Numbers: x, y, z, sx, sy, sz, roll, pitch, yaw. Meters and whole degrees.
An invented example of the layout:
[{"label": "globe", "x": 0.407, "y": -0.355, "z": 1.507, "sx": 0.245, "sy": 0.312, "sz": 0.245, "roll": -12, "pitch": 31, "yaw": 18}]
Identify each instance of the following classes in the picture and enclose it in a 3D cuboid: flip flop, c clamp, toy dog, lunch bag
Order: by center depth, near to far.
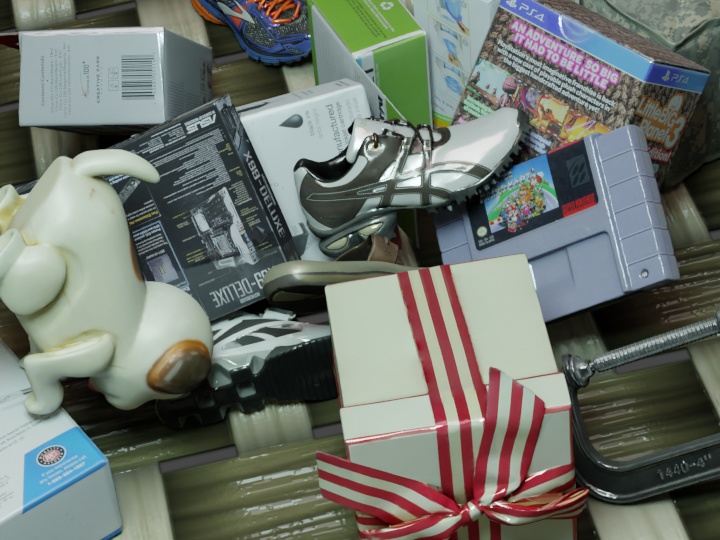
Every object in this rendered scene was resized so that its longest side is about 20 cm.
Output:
[{"label": "c clamp", "x": 0.227, "y": 0.077, "z": 1.472, "sx": 0.199, "sy": 0.172, "sz": 0.027, "roll": -25, "pitch": 1, "yaw": 18}, {"label": "toy dog", "x": -0.198, "y": 0.019, "z": 1.505, "sx": 0.194, "sy": 0.200, "sz": 0.140, "roll": -44, "pitch": 25, "yaw": -2}, {"label": "flip flop", "x": 0.000, "y": 0.000, "z": 1.547, "sx": 0.199, "sy": 0.081, "sz": 0.058, "roll": 4, "pitch": 63, "yaw": -45}, {"label": "lunch bag", "x": 0.248, "y": -0.200, "z": 1.760, "sx": 0.117, "sy": 0.165, "sz": 0.200, "roll": -27, "pitch": 47, "yaw": -22}]

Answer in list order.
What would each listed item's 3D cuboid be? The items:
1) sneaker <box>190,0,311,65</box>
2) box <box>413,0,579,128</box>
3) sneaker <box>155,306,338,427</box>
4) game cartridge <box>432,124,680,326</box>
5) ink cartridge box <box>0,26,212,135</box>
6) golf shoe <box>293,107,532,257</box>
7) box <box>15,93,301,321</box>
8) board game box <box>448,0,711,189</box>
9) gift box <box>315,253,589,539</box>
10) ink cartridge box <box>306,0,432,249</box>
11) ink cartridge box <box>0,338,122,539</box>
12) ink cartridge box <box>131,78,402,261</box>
[{"label": "sneaker", "x": -0.104, "y": -0.264, "z": 1.941, "sx": 0.075, "sy": 0.079, "sz": 0.199, "roll": -37, "pitch": 50, "yaw": -27}, {"label": "box", "x": 0.120, "y": -0.196, "z": 1.748, "sx": 0.112, "sy": 0.201, "sz": 0.101, "roll": -32, "pitch": 49, "yaw": -27}, {"label": "sneaker", "x": -0.071, "y": 0.059, "z": 1.598, "sx": 0.198, "sy": 0.075, "sz": 0.089, "roll": -10, "pitch": 45, "yaw": -3}, {"label": "game cartridge", "x": 0.148, "y": -0.025, "z": 1.568, "sx": 0.199, "sy": 0.131, "sz": 0.038, "roll": -22, "pitch": -11, "yaw": 36}, {"label": "ink cartridge box", "x": -0.235, "y": -0.165, "z": 1.773, "sx": 0.174, "sy": 0.085, "sz": 0.200, "roll": 0, "pitch": 1, "yaw": 8}, {"label": "golf shoe", "x": 0.039, "y": -0.090, "z": 1.584, "sx": 0.199, "sy": 0.095, "sz": 0.078, "roll": -29, "pitch": 20, "yaw": 6}, {"label": "box", "x": -0.164, "y": -0.028, "z": 1.591, "sx": 0.198, "sy": 0.159, "sz": 0.050, "roll": -23, "pitch": 9, "yaw": 12}, {"label": "board game box", "x": 0.166, "y": -0.108, "z": 1.638, "sx": 0.159, "sy": 0.202, "sz": 0.096, "roll": 34, "pitch": 19, "yaw": 34}, {"label": "gift box", "x": 0.058, "y": 0.108, "z": 1.444, "sx": 0.183, "sy": 0.201, "sz": 0.188, "roll": -13, "pitch": 44, "yaw": 2}, {"label": "ink cartridge box", "x": 0.031, "y": -0.139, "z": 1.740, "sx": 0.075, "sy": 0.149, "sz": 0.200, "roll": -21, "pitch": 46, "yaw": -16}, {"label": "ink cartridge box", "x": -0.297, "y": 0.150, "z": 1.526, "sx": 0.145, "sy": 0.085, "sz": 0.200, "roll": -29, "pitch": 47, "yaw": -22}, {"label": "ink cartridge box", "x": -0.081, "y": -0.065, "z": 1.667, "sx": 0.198, "sy": 0.146, "sz": 0.084, "roll": -16, "pitch": 10, "yaw": -7}]
